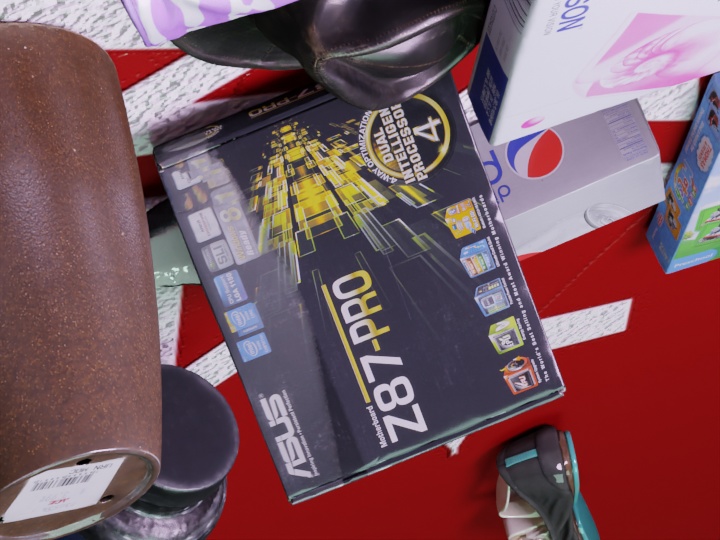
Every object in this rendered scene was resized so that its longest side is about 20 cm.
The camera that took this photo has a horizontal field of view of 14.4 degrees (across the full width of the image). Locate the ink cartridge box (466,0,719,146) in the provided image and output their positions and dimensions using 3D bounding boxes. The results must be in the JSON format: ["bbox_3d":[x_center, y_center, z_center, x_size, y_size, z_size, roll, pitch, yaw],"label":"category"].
[{"bbox_3d":[0.155,-0.140,1.331,0.199,0.044,0.197,-19,162,-10],"label":"ink cartridge box"}]

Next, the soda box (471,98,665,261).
[{"bbox_3d":[0.070,-0.040,1.607,0.199,0.064,0.068,-23,157,-1],"label":"soda box"}]

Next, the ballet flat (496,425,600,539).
[{"bbox_3d":[0.137,0.174,2.141,0.068,0.068,0.200,-14,147,4],"label":"ballet flat"}]

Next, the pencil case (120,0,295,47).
[{"bbox_3d":[-0.021,-0.165,1.226,0.199,0.084,0.086,-24,175,1],"label":"pencil case"}]

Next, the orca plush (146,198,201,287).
[{"bbox_3d":[-0.058,-0.015,1.537,0.199,0.106,0.071,-28,-171,-2],"label":"orca plush"}]

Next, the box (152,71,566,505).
[{"bbox_3d":[0.000,0.000,1.483,0.160,0.201,0.049,-20,-164,-1],"label":"box"}]

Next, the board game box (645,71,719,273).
[{"bbox_3d":[0.267,-0.077,1.748,0.150,0.037,0.200,-17,155,-14],"label":"board game box"}]

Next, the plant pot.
[{"bbox_3d":[-0.170,0.019,1.338,0.186,0.201,0.187,-19,156,-9],"label":"plant pot"}]

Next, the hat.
[{"bbox_3d":[0.003,-0.124,1.342,0.199,0.081,0.201,-19,157,-8],"label":"hat"}]

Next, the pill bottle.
[{"bbox_3d":[-0.147,0.143,1.736,0.111,0.112,0.200,-8,152,-31],"label":"pill bottle"}]
